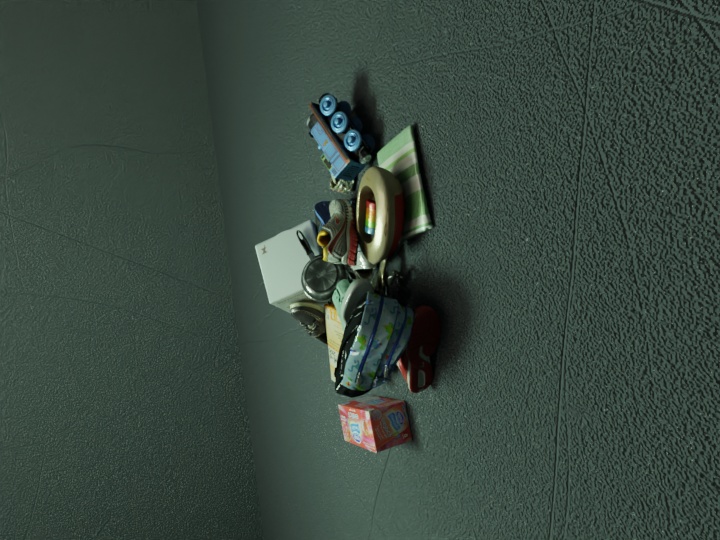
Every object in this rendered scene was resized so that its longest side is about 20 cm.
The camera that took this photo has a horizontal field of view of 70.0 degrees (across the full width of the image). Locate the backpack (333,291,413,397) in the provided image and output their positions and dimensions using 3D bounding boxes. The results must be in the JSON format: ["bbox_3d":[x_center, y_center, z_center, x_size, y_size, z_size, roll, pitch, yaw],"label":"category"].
[{"bbox_3d":[0.024,0.133,0.998,0.164,0.151,0.202,-66,-18,-48],"label":"backpack"}]

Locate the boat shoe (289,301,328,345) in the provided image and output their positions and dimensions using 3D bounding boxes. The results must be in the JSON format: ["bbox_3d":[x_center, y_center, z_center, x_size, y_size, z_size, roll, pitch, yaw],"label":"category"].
[{"bbox_3d":[-0.113,0.140,1.325,0.071,0.200,0.066,-11,59,25],"label":"boat shoe"}]

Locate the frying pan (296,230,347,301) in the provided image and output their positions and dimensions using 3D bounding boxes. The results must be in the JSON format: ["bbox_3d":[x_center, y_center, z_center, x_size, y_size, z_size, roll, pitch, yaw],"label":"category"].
[{"bbox_3d":[-0.092,-0.022,1.205,0.031,0.113,0.193,48,-149,-70],"label":"frying pan"}]

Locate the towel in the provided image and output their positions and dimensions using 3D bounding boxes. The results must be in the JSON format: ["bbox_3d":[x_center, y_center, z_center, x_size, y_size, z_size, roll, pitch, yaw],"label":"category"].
[{"bbox_3d":[0.087,-0.167,1.043,0.152,0.023,0.203,160,102,-65],"label":"towel"}]

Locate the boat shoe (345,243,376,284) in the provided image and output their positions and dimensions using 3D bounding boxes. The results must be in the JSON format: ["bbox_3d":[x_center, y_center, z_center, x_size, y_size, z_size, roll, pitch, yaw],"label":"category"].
[{"bbox_3d":[0.005,-0.001,1.199,0.202,0.073,0.087,137,124,-73],"label":"boat shoe"}]

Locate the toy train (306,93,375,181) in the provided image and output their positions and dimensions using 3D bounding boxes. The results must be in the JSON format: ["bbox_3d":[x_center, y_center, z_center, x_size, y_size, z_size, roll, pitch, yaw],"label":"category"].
[{"bbox_3d":[-0.052,-0.303,1.161,0.114,0.086,0.201,-42,71,26],"label":"toy train"}]

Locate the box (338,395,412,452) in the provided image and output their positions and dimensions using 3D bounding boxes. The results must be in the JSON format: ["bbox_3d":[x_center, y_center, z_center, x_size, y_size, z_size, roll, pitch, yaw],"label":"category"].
[{"bbox_3d":[0.031,0.370,1.258,0.200,0.101,0.096,-21,80,64],"label":"box"}]

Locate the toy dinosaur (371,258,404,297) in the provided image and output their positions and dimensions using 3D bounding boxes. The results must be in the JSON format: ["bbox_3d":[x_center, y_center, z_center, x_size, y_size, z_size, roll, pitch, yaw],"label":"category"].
[{"bbox_3d":[0.049,0.026,1.096,0.202,0.047,0.088,-70,23,11],"label":"toy dinosaur"}]

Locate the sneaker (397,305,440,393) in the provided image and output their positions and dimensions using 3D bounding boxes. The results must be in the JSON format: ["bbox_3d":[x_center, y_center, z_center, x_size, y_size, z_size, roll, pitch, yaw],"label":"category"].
[{"bbox_3d":[0.099,0.143,1.057,0.116,0.077,0.203,44,136,51],"label":"sneaker"}]

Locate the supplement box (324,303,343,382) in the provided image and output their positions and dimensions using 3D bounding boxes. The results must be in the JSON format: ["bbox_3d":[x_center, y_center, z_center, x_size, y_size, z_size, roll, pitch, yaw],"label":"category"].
[{"bbox_3d":[-0.029,0.185,1.272,0.126,0.073,0.203,-168,71,-65],"label":"supplement box"}]

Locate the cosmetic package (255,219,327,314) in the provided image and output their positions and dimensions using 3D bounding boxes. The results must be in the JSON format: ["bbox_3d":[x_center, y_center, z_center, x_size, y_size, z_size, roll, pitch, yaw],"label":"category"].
[{"bbox_3d":[-0.143,0.004,1.339,0.200,0.166,0.168,41,-152,-65],"label":"cosmetic package"}]

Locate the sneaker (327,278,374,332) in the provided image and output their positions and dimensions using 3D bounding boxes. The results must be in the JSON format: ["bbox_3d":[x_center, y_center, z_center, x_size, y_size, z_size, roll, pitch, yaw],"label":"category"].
[{"bbox_3d":[-0.027,0.053,1.099,0.202,0.073,0.119,100,150,-53],"label":"sneaker"}]

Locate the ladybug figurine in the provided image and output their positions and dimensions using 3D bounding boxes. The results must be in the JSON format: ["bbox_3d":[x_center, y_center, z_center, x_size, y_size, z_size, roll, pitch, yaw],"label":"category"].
[{"bbox_3d":[0.043,-0.110,1.042,0.136,0.071,0.203,-136,45,-54],"label":"ladybug figurine"}]

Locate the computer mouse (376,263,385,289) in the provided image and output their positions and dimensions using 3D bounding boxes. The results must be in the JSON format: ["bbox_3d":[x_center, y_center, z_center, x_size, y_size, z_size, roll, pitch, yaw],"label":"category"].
[{"bbox_3d":[0.052,-0.022,1.166,0.059,0.033,0.203,-106,11,-60],"label":"computer mouse"}]

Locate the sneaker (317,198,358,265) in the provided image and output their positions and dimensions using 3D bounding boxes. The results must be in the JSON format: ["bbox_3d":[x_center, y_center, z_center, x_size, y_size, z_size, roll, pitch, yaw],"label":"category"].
[{"bbox_3d":[-0.053,-0.091,1.107,0.201,0.081,0.079,-100,13,-50],"label":"sneaker"}]

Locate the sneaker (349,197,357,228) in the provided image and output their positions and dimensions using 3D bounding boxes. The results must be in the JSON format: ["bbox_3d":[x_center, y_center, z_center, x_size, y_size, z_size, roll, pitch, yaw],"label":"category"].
[{"bbox_3d":[-0.002,-0.137,1.188,0.200,0.072,0.083,-26,75,65],"label":"sneaker"}]

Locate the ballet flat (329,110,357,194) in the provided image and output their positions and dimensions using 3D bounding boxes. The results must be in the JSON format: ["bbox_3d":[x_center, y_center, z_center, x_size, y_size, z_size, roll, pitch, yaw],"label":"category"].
[{"bbox_3d":[-0.043,-0.281,1.241,0.076,0.063,0.203,40,133,54],"label":"ballet flat"}]

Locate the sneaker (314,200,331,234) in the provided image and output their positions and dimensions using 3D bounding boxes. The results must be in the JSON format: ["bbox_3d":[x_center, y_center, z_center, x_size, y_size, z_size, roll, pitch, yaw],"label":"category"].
[{"bbox_3d":[-0.065,-0.082,1.225,0.201,0.069,0.079,-109,7,-46],"label":"sneaker"}]
